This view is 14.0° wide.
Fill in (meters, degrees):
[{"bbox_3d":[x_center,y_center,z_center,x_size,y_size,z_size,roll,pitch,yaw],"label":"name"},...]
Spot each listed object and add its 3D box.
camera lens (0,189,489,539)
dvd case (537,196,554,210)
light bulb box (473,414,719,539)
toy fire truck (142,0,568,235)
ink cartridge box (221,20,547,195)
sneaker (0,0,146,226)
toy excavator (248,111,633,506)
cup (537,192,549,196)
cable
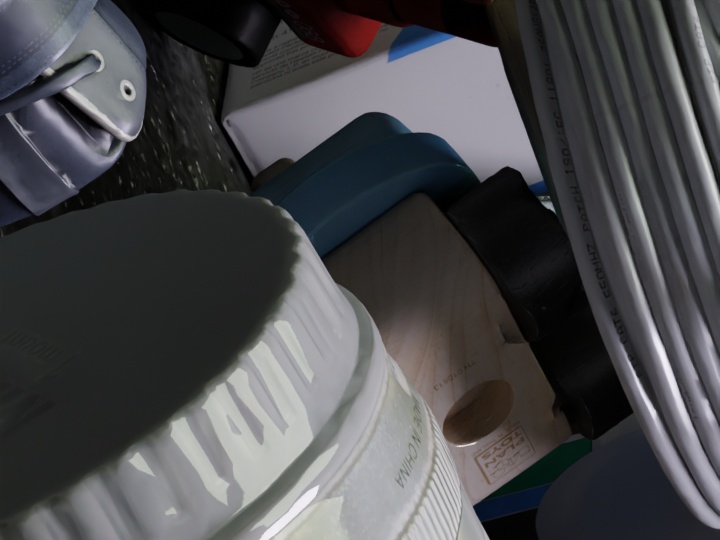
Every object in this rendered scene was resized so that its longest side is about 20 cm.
[{"bbox_3d":[-0.038,0.104,0.611,0.160,0.160,0.200,-78,147,-63],"label":"camera lens"},{"bbox_3d":[0.105,0.042,1.083,0.022,0.200,0.146,-136,-134,-77],"label":"dvd case"},{"bbox_3d":[0.086,0.140,0.950,0.200,0.198,0.125,-86,156,-58],"label":"light bulb box"},{"bbox_3d":[0.001,-0.105,0.942,0.129,0.200,0.176,-65,152,-11],"label":"toy fire truck"},{"bbox_3d":[0.032,-0.106,1.155,0.084,0.146,0.200,60,19,-29],"label":"ink cartridge box"},{"bbox_3d":[-0.112,-0.058,0.705,0.146,0.077,0.202,61,16,-26],"label":"sneaker"},{"bbox_3d":[0.000,0.000,0.935,0.200,0.100,0.194,53,-3,36],"label":"toy excavator"},{"bbox_3d":[0.117,0.014,1.173,0.143,0.200,0.200,-43,123,-27],"label":"cup"},{"bbox_3d":[0.104,-0.020,0.871,0.200,0.069,0.200,35,37,-73],"label":"cable"}]
